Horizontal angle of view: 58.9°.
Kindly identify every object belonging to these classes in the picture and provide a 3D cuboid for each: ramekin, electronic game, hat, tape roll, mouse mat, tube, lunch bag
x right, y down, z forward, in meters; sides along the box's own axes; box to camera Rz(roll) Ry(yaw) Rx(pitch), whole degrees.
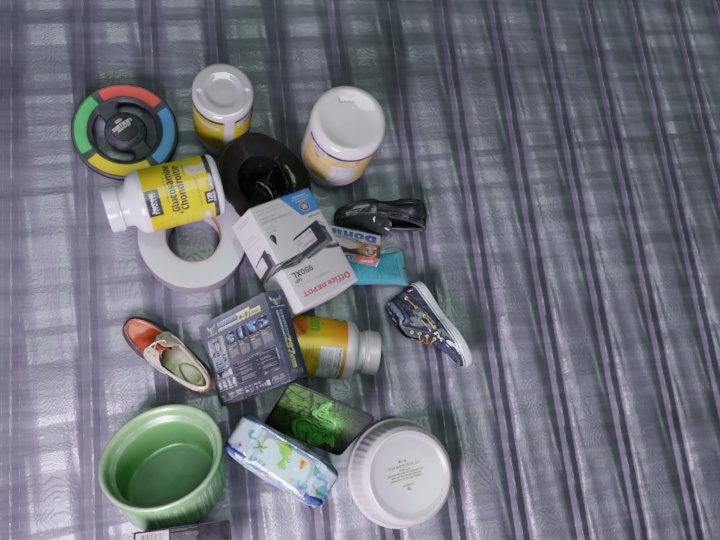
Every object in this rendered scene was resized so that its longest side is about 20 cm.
[{"bbox_3d":[-0.321,0.333,1.063,0.198,0.098,0.201,-2,40,1],"label":"ramekin"},{"bbox_3d":[-0.459,-0.271,1.245,0.198,0.042,0.202,3,77,-12],"label":"electronic game"},{"bbox_3d":[-0.201,-0.168,1.256,0.200,0.081,0.202,4,83,-37],"label":"hat"},{"bbox_3d":[-0.318,-0.059,1.216,0.199,0.066,0.202,3,77,-13],"label":"tape roll"},{"bbox_3d":[0.079,0.380,1.191,0.201,0.094,0.204,3,77,-12],"label":"ramekin"},{"bbox_3d":[-0.078,0.268,1.132,0.160,0.200,0.008,24,51,-7],"label":"mouse mat"},{"bbox_3d":[0.000,0.000,1.289,0.198,0.050,0.078,-3,73,-18],"label":"tube"},{"bbox_3d":[-0.138,0.332,1.119,0.199,0.161,0.083,32,77,-2],"label":"lunch bag"}]

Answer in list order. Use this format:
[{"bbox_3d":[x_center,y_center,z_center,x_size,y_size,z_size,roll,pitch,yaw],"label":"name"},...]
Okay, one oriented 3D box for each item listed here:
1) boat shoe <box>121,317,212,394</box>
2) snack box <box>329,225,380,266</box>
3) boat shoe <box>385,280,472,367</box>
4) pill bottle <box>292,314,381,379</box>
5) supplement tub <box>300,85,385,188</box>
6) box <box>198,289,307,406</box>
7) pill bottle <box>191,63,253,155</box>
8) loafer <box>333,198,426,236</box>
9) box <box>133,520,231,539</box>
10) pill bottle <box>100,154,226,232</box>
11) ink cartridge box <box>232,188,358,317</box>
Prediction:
[{"bbox_3d":[-0.352,0.153,1.160,0.200,0.063,0.071,40,74,0],"label":"boat shoe"},{"bbox_3d":[-0.059,-0.059,1.279,0.198,0.024,0.072,11,44,-8],"label":"snack box"},{"bbox_3d":[0.135,0.126,1.281,0.091,0.071,0.201,-32,79,-17],"label":"boat shoe"},{"bbox_3d":[-0.066,0.145,1.203,0.198,0.111,0.112,8,75,-11],"label":"pill bottle"},{"bbox_3d":[-0.040,-0.254,1.256,0.144,0.200,0.147,3,77,-12],"label":"supplement tub"},{"bbox_3d":[-0.195,0.141,1.134,0.051,0.199,0.159,-8,75,-52],"label":"box"},{"bbox_3d":[-0.263,-0.294,1.213,0.110,0.200,0.112,3,76,-13],"label":"pill bottle"},{"bbox_3d":[0.044,-0.106,1.310,0.199,0.068,0.071,-4,68,-18],"label":"loafer"},{"bbox_3d":[-0.284,0.445,1.036,0.142,0.200,0.036,-3,60,-14],"label":"box"},{"bbox_3d":[-0.348,-0.131,1.133,0.199,0.112,0.113,-17,81,-16],"label":"pill bottle"},{"bbox_3d":[-0.117,-0.030,1.167,0.144,0.084,0.201,-27,86,-39],"label":"ink cartridge box"}]
